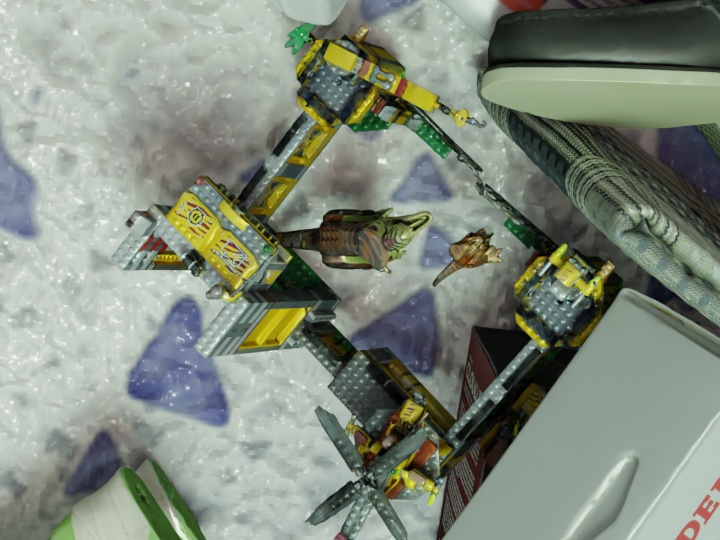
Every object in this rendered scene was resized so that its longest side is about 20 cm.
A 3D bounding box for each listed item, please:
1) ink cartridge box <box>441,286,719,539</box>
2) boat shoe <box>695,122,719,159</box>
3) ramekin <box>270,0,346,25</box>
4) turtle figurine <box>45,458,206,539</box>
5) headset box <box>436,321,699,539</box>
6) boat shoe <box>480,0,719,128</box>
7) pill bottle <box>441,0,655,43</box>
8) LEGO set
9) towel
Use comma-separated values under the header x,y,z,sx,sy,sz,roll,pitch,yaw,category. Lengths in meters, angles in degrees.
x,y,z,sx,sy,sz,roll,pitch,yaw,category
0.140,0.121,0.686,0.200,0.084,0.147,37,89,-36,ink cartridge box
0.171,-0.066,0.706,0.062,0.075,0.201,-33,71,3,boat shoe
-0.033,-0.195,0.622,0.093,0.202,0.204,13,106,3,ramekin
-0.148,0.181,0.756,0.193,0.201,0.144,-34,142,1,turtle figurine
0.114,0.117,0.794,0.147,0.075,0.202,5,107,-8,headset box
0.140,-0.085,0.630,0.199,0.074,0.064,-3,86,-8,boat shoe
0.106,-0.178,0.648,0.111,0.112,0.200,36,112,-15,pill bottle
0.000,0.000,0.689,0.154,0.116,0.201,-41,76,17,LEGO set
0.146,-0.004,0.691,0.199,0.193,0.035,34,100,-21,towel
